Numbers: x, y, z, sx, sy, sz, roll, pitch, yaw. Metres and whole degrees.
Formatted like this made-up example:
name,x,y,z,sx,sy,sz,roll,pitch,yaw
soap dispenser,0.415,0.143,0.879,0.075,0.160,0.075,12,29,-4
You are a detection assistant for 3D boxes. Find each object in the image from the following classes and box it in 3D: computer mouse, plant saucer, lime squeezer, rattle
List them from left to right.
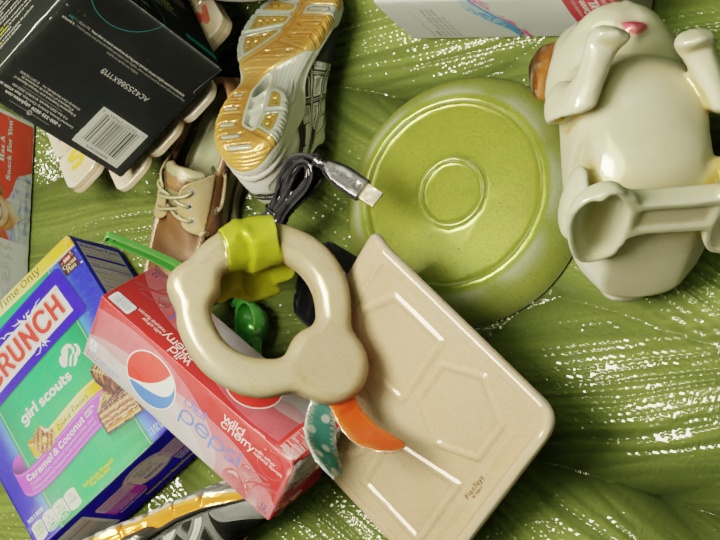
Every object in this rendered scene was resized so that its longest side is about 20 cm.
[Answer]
name,x,y,z,sx,sy,sz,roll,pitch,yaw
lime squeezer,-0.119,0.034,1.165,0.071,0.038,0.200,-38,84,-25
rattle,-0.056,0.066,1.067,0.200,0.130,0.143,48,147,0
computer mouse,0.000,0.000,1.107,0.200,0.046,0.140,42,123,22
plant saucer,0.075,-0.057,1.115,0.200,0.031,0.200,-6,76,25

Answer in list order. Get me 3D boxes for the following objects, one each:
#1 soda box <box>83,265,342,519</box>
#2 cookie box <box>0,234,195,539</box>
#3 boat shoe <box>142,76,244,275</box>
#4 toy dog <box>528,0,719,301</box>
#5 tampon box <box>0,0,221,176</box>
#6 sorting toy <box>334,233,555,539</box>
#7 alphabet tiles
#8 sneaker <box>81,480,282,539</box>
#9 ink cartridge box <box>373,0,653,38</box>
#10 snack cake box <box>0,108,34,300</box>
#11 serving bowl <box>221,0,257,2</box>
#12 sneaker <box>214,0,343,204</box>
name,x,y,z,sx,sy,sz,roll,pitch,yaw
soda box,-0.112,0.090,1.094,0.200,0.063,0.070,39,131,17
cookie box,-0.233,0.101,1.207,0.171,0.075,0.200,-43,62,13
boat shoe,-0.138,-0.068,1.199,0.076,0.074,0.200,17,86,29
toy dog,0.191,-0.095,1.006,0.139,0.194,0.200,-9,60,1
tampon box,-0.227,-0.205,1.179,0.126,0.150,0.200,-44,42,14
sorting toy,0.035,0.101,1.058,0.200,0.036,0.185,48,126,24
alphabet tiles,-0.191,-0.160,1.241,0.200,0.015,0.196,-45,42,14
sneaker,-0.136,0.216,1.139,0.200,0.078,0.077,-26,81,22
ink cartridge box,0.121,-0.258,1.109,0.200,0.083,0.146,3,80,27
snack cake box,-0.350,-0.047,1.278,0.067,0.115,0.200,-6,75,26
serving bowl,-0.097,-0.299,1.216,0.200,0.066,0.200,0,63,0
sneaker,-0.060,-0.143,1.181,0.076,0.088,0.200,5,57,26
